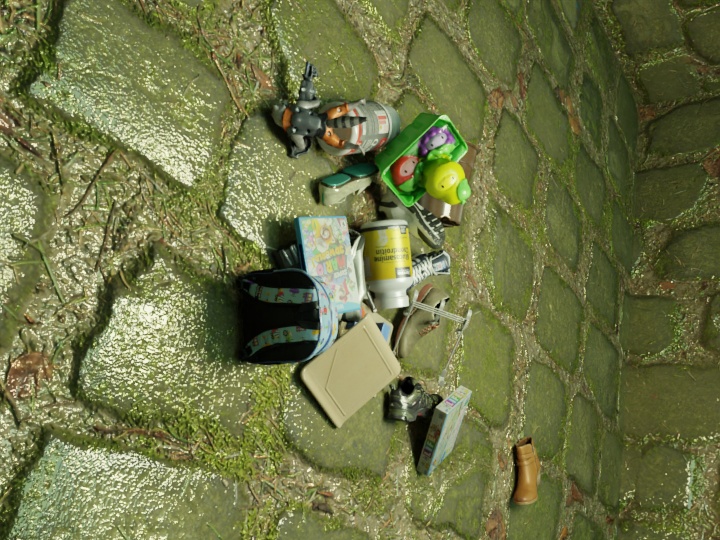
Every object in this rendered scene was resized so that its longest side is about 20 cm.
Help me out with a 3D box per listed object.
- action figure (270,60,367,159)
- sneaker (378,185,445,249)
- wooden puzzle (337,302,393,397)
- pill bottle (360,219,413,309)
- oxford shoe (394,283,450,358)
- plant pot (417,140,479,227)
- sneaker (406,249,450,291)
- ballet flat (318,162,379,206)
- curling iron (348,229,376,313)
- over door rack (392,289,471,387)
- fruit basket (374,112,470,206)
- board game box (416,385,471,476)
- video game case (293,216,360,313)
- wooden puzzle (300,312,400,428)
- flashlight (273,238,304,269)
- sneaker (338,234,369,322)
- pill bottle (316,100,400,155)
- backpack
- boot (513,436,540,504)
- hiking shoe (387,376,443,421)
[{"bbox_3d":[-0.085,-0.326,1.340,0.105,0.193,0.200,-125,-143,-80],"label":"action figure"},{"bbox_3d":[0.123,-0.119,1.591,0.074,0.080,0.200,-17,59,-47],"label":"sneaker"},{"bbox_3d":[0.010,0.168,1.496,0.200,0.046,0.185,42,54,-42],"label":"wooden puzzle"},{"bbox_3d":[0.063,-0.014,1.536,0.112,0.112,0.200,-6,89,-53],"label":"pill bottle"},{"bbox_3d":[0.149,0.132,1.620,0.070,0.075,0.200,29,87,-57],"label":"oxford shoe"},{"bbox_3d":[0.191,-0.218,1.680,0.200,0.200,0.199,14,81,-51],"label":"plant pot"},{"bbox_3d":[0.152,0.003,1.652,0.200,0.108,0.070,-37,113,-48],"label":"sneaker"},{"bbox_3d":[-0.030,-0.193,1.496,0.200,0.067,0.062,-29,136,-47],"label":"ballet flat"},{"bbox_3d":[0.000,0.000,1.490,0.026,0.050,0.200,-11,83,-85],"label":"curling iron"},{"bbox_3d":[0.161,0.156,1.572,0.067,0.148,0.200,-68,177,-73],"label":"over door rack"},{"bbox_3d":[0.159,-0.235,1.501,0.156,0.215,0.216,43,53,-44],"label":"fruit basket"},{"bbox_3d":[0.210,0.401,1.658,0.134,0.034,0.200,-24,133,-51],"label":"board game box"},{"bbox_3d":[-0.065,-0.010,1.344,0.143,0.018,0.200,-7,87,-51],"label":"video game case"},{"bbox_3d":[-0.020,0.212,1.412,0.200,0.037,0.185,-42,126,-17],"label":"wooden puzzle"},{"bbox_3d":[-0.113,0.038,1.344,0.068,0.068,0.200,-44,115,-44],"label":"flashlight"},{"bbox_3d":[-0.016,0.019,1.442,0.079,0.074,0.200,15,77,-18],"label":"sneaker"},{"bbox_3d":[0.000,-0.324,1.493,0.200,0.116,0.116,-20,101,-51],"label":"pill bottle"},{"bbox_3d":[-0.119,0.082,1.210,0.134,0.200,0.183,3,82,-49],"label":"backpack"},{"bbox_3d":[0.518,0.625,2.068,0.200,0.077,0.155,-23,105,-54],"label":"boot"},{"bbox_3d":[0.141,0.309,1.623,0.200,0.076,0.101,1,88,-52],"label":"hiking shoe"}]
